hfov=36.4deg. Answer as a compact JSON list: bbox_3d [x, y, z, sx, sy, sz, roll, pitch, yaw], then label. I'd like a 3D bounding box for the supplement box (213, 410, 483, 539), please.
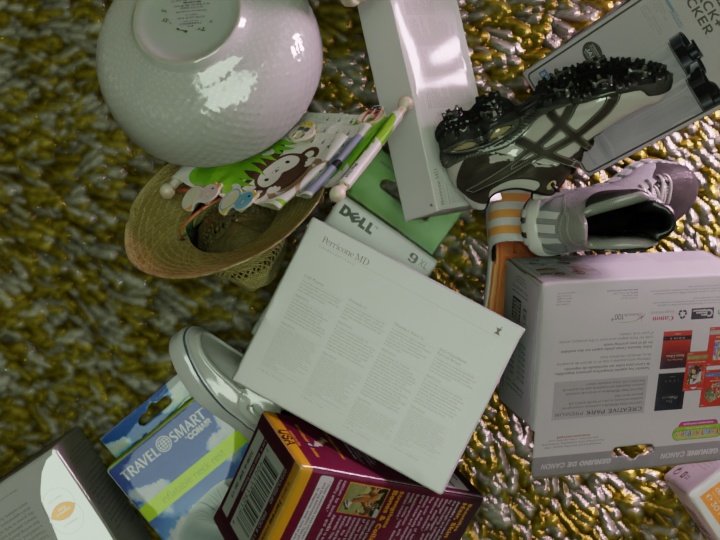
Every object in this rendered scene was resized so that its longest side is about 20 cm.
[{"bbox_3d":[-0.009,0.203,0.938,0.198,0.086,0.111,17,106,-35],"label":"supplement box"}]

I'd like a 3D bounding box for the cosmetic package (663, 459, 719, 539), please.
[{"bbox_3d":[0.395,0.178,1.011,0.199,0.071,0.102,-38,94,0],"label":"cosmetic package"}]

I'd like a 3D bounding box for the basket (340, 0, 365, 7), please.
[{"bbox_3d":[0.001,-0.359,0.876,0.160,0.200,0.200,-27,62,6],"label":"basket"}]

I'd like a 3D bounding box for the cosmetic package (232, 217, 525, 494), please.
[{"bbox_3d":[0.015,0.069,0.912,0.198,0.052,0.152,28,93,6],"label":"cosmetic package"}]

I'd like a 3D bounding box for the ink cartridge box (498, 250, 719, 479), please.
[{"bbox_3d":[0.228,0.080,0.967,0.197,0.084,0.178,-2,105,-14],"label":"ink cartridge box"}]

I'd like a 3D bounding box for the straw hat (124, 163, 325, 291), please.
[{"bbox_3d":[-0.104,-0.032,0.953,0.199,0.202,0.086,-22,128,0],"label":"straw hat"}]

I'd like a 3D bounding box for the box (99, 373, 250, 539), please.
[{"bbox_3d":[-0.136,0.200,1.005,0.122,0.048,0.201,-39,95,0],"label":"box"}]

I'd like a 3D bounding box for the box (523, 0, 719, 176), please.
[{"bbox_3d":[0.247,-0.175,0.925,0.060,0.199,0.117,-36,96,-40],"label":"box"}]

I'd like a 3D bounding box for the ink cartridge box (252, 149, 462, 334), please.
[{"bbox_3d":[0.000,0.000,0.983,0.103,0.059,0.201,35,92,-3],"label":"ink cartridge box"}]

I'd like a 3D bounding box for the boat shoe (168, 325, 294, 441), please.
[{"bbox_3d":[-0.082,0.114,0.980,0.065,0.074,0.200,-37,109,27],"label":"boat shoe"}]

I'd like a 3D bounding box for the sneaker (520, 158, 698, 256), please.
[{"bbox_3d":[0.245,-0.048,0.941,0.198,0.115,0.076,-17,103,-27],"label":"sneaker"}]

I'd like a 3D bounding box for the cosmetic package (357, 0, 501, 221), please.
[{"bbox_3d":[0.059,-0.150,0.963,0.082,0.050,0.203,-10,87,-40],"label":"cosmetic package"}]

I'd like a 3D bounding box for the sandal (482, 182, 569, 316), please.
[{"bbox_3d":[0.153,-0.013,0.991,0.078,0.059,0.210,4,89,-5],"label":"sandal"}]

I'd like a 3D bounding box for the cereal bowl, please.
[{"bbox_3d":[-0.135,-0.193,0.925,0.197,0.083,0.203,-3,70,9],"label":"cereal bowl"}]

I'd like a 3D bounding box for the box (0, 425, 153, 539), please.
[{"bbox_3d":[-0.258,0.263,0.979,0.124,0.097,0.201,-32,94,0],"label":"box"}]

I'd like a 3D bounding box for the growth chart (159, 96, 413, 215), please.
[{"bbox_3d":[-0.067,-0.098,0.928,0.198,0.145,0.018,5,138,32],"label":"growth chart"}]

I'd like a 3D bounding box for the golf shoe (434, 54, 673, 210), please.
[{"bbox_3d":[0.164,-0.113,0.907,0.198,0.078,0.095,-16,113,16],"label":"golf shoe"}]
